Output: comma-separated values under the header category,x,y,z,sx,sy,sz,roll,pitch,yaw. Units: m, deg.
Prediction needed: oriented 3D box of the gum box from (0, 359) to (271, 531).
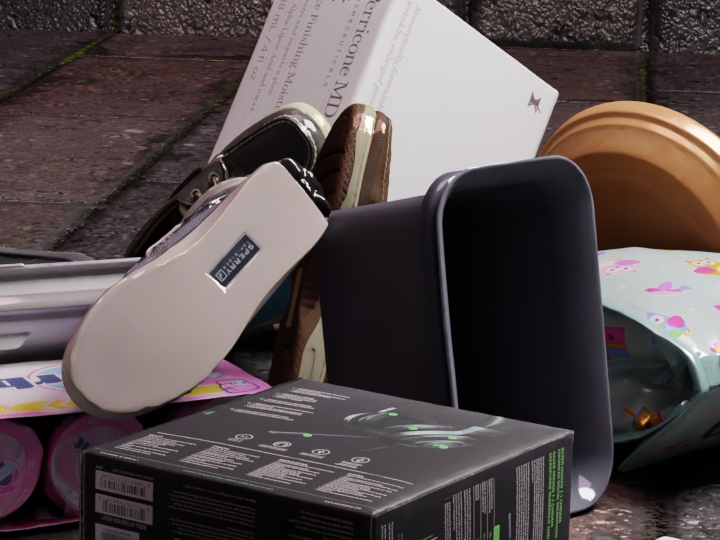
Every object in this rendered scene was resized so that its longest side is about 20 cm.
category,x,y,z,sx,sy,sz,roll,pitch,yaw
gum box,-0.159,0.094,1.410,0.199,0.067,0.113,-4,12,-25

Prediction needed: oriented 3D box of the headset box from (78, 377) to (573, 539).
category,x,y,z,sx,sy,sz,roll,pitch,yaw
headset box,-0.010,0.124,1.229,0.173,0.094,0.200,9,14,32

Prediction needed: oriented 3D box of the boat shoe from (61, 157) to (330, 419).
category,x,y,z,sx,sy,sz,roll,pitch,yaw
boat shoe,-0.102,0.022,1.402,0.200,0.075,0.093,-41,4,-32

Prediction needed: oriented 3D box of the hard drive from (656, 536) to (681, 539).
category,x,y,z,sx,sy,sz,roll,pitch,yaw
hard drive,0.203,0.173,1.186,0.199,0.026,0.132,10,15,34

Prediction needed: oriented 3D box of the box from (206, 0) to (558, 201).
category,x,y,z,sx,sy,sz,roll,pitch,yaw
box,0.013,-0.087,1.801,0.130,0.200,0.200,12,-14,43

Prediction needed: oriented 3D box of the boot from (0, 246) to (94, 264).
category,x,y,z,sx,sy,sz,roll,pitch,yaw
boot,-0.289,0.036,1.659,0.164,0.066,0.200,-9,11,32

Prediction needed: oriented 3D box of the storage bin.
category,x,y,z,sx,sy,sz,roll,pitch,yaw
storage bin,0.056,0.038,1.429,0.145,0.202,0.134,-10,7,-42

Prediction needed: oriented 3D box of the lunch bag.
category,x,y,z,sx,sy,sz,roll,pitch,yaw
lunch bag,0.190,0.051,1.526,0.170,0.123,0.199,-8,10,-40

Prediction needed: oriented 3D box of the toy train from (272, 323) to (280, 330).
category,x,y,z,sx,sy,sz,roll,pitch,yaw
toy train,0.055,0.052,1.639,0.199,0.085,0.116,-11,34,-28

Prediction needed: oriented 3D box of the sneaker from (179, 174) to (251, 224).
category,x,y,z,sx,sy,sz,roll,pitch,yaw
sneaker,-0.116,0.019,1.611,0.200,0.078,0.086,-39,10,24

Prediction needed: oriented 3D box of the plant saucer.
category,x,y,z,sx,sy,sz,roll,pitch,yaw
plant saucer,0.191,-0.014,1.664,0.199,0.201,0.037,11,32,38

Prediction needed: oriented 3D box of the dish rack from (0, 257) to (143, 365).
category,x,y,z,sx,sy,sz,roll,pitch,yaw
dish rack,-0.174,0.051,1.506,0.199,0.044,0.172,-5,-28,-24

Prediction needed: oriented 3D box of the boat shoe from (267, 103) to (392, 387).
category,x,y,z,sx,sy,sz,roll,pitch,yaw
boat shoe,-0.002,0.000,1.569,0.074,0.204,0.075,13,1,-17

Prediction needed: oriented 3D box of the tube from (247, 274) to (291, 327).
category,x,y,z,sx,sy,sz,roll,pitch,yaw
tube,-0.068,0.016,1.698,0.077,0.051,0.200,-4,-18,-42

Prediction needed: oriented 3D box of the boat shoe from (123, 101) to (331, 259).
category,x,y,z,sx,sy,sz,roll,pitch,yaw
boat shoe,-0.093,-0.035,1.666,0.201,0.072,0.066,-41,-6,34
